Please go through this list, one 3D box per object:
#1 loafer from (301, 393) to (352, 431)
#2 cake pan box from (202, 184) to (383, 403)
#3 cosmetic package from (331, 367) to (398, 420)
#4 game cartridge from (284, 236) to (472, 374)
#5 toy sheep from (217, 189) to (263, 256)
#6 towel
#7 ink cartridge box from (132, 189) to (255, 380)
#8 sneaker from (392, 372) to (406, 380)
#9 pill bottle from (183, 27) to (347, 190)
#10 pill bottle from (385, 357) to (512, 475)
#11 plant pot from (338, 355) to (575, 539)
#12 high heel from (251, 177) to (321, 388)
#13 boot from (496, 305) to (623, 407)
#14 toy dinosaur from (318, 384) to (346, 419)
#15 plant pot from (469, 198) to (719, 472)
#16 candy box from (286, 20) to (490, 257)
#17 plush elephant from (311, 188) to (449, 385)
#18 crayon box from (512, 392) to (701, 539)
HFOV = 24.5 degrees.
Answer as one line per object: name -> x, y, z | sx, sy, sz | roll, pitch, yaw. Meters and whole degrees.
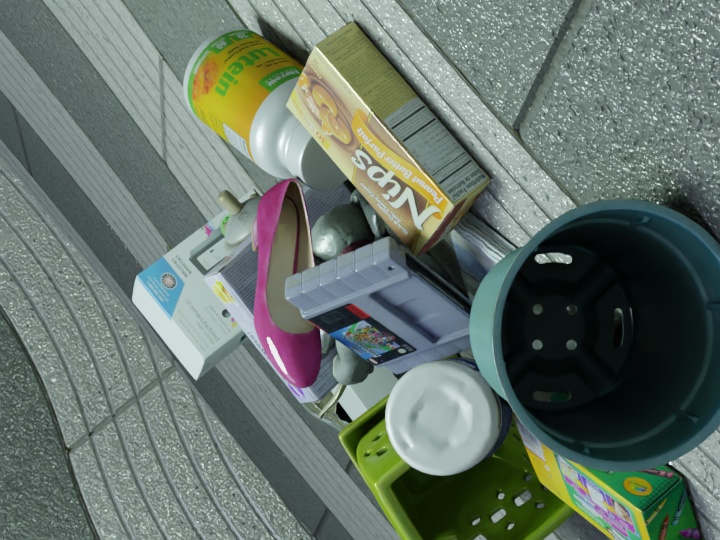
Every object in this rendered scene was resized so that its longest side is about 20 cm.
loafer -> -0.022, 0.195, 2.440 | 0.200, 0.075, 0.070 | 37, 148, 31
cake pan box -> -0.045, 0.015, 1.838 | 0.184, 0.200, 0.052 | 52, 154, -13
cosmetic package -> -0.004, 0.121, 2.172 | 0.200, 0.085, 0.108 | 55, 163, -6
game cartridge -> 0.030, 0.041, 1.640 | 0.200, 0.129, 0.039 | 36, -143, -46
toy sheep -> -0.106, -0.030, 2.044 | 0.200, 0.138, 0.138 | 38, 171, -26
towel -> 0.143, 0.028, 1.654 | 0.147, 0.024, 0.200 | 42, 162, 35
ink cartridge box -> -0.184, 0.020, 2.243 | 0.147, 0.200, 0.146 | 50, 163, 5
sneaker -> 0.059, 0.093, 1.982 | 0.104, 0.060, 0.200 | 58, 169, -18
pill bottle -> -0.086, -0.163, 1.712 | 0.200, 0.111, 0.111 | 39, 160, 40
pill bottle -> 0.095, 0.144, 1.679 | 0.111, 0.111, 0.200 | 49, -173, 9
plant pot -> 0.103, 0.223, 1.902 | 0.199, 0.200, 0.181 | 58, 169, -26
high heel -> -0.065, 0.011, 1.648 | 0.096, 0.067, 0.201 | 131, 136, -57
boot -> 0.194, 0.094, 1.546 | 0.130, 0.068, 0.200 | 24, 154, 24
toy dinosaur -> -0.013, 0.076, 1.934 | 0.047, 0.201, 0.088 | 18, 172, 10
plant pot -> 0.177, 0.047, 1.314 | 0.201, 0.200, 0.196 | 53, 172, -6
candy box -> 0.023, -0.122, 1.563 | 0.200, 0.055, 0.115 | 49, 153, 8
plush elephant -> 0.000, 0.000, 1.760 | 0.200, 0.164, 0.155 | 52, -169, -55
crayon box -> 0.251, 0.213, 1.693 | 0.200, 0.058, 0.119 | 36, 159, 44
